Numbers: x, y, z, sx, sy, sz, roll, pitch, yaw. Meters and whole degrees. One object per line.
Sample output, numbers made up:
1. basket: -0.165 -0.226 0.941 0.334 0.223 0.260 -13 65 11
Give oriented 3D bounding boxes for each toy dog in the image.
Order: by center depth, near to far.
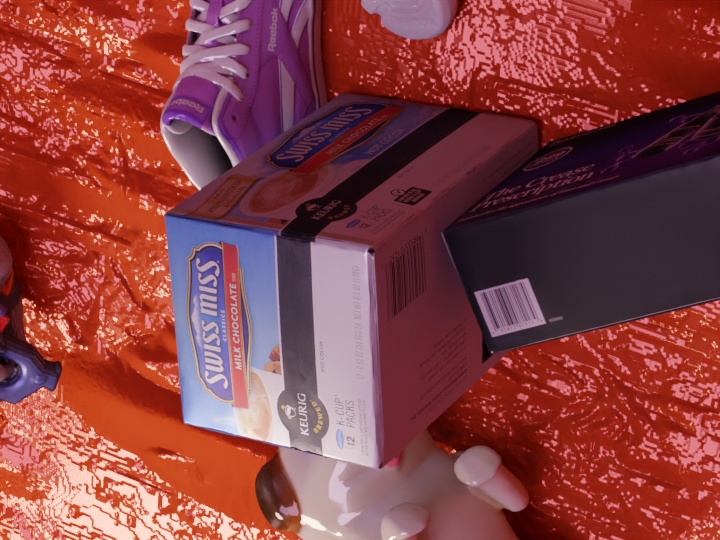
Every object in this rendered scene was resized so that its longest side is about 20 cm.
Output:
1. toy dog: 0.034 0.158 1.608 0.200 0.139 0.194 51 164 -2

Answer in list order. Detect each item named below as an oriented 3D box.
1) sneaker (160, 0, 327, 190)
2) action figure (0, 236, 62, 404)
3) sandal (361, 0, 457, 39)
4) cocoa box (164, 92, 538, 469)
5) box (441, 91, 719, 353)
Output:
1. sneaker: -0.074 -0.134 1.531 0.072 0.114 0.202 -1 111 33
2. action figure: -0.301 0.028 1.749 0.199 0.105 0.193 31 126 -28
3. sandal: -0.012 -0.217 1.497 0.082 0.050 0.203 -11 120 50
4. cocoa box: 0.000 0.000 1.493 0.131 0.200 0.134 11 118 28
5. box: 0.164 -0.035 1.414 0.199 0.141 0.079 -15 102 35
